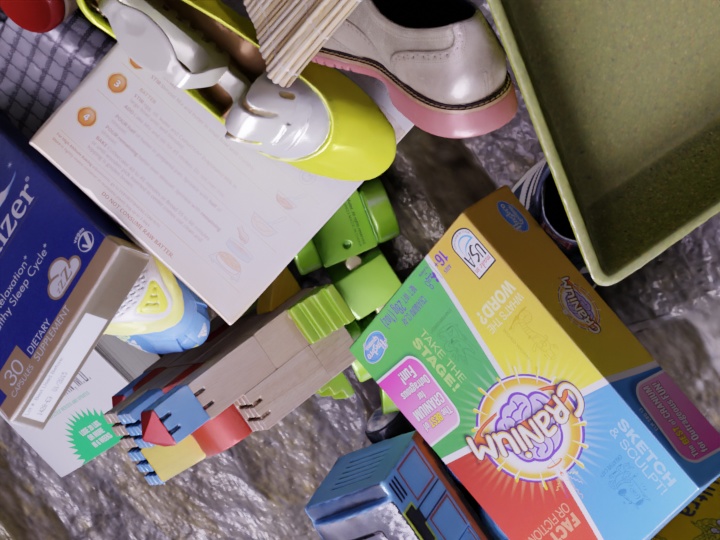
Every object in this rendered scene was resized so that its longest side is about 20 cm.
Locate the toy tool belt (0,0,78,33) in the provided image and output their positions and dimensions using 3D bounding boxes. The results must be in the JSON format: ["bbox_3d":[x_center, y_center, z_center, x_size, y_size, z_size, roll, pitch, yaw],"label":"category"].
[{"bbox_3d":[-0.131,-0.225,1.662,0.125,0.123,0.200,39,142,3],"label":"toy tool belt"}]

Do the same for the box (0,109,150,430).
[{"bbox_3d":[-0.212,-0.013,1.707,0.200,0.032,0.121,43,105,40],"label":"box"}]

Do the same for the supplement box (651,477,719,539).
[{"bbox_3d":[0.185,0.219,1.807,0.109,0.109,0.200,21,131,15],"label":"supplement box"}]

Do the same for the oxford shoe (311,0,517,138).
[{"bbox_3d":[0.011,-0.142,1.539,0.200,0.070,0.075,33,143,42],"label":"oxford shoe"}]

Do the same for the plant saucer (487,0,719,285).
[{"bbox_3d":[0.153,-0.126,1.533,0.048,0.200,0.200,20,138,56],"label":"plant saucer"}]

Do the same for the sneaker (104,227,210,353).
[{"bbox_3d":[-0.164,0.004,1.757,0.200,0.076,0.105,31,176,45],"label":"sneaker"}]

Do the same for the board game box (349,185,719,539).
[{"bbox_3d":[0.100,0.073,1.666,0.200,0.040,0.153,49,139,10],"label":"board game box"}]

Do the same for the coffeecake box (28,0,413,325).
[{"bbox_3d":[-0.061,-0.096,1.665,0.154,0.073,0.200,42,94,-4],"label":"coffeecake box"}]

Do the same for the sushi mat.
[{"bbox_3d":[-0.018,-0.178,1.496,0.200,0.012,0.096,-45,62,56],"label":"sushi mat"}]

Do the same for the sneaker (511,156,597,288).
[{"bbox_3d":[0.117,-0.029,1.676,0.075,0.085,0.200,34,134,4],"label":"sneaker"}]

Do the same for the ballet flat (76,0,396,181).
[{"bbox_3d":[-0.072,-0.104,1.590,0.200,0.067,0.067,38,118,-4],"label":"ballet flat"}]

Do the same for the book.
[{"bbox_3d":[-0.226,0.037,1.959,0.200,0.048,0.134,46,137,-10],"label":"book"}]

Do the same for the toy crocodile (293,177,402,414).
[{"bbox_3d":[0.000,0.000,1.788,0.067,0.062,0.200,-27,112,-2],"label":"toy crocodile"}]

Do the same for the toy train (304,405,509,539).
[{"bbox_3d":[0.055,0.179,1.848,0.087,0.114,0.200,-20,111,39],"label":"toy train"}]

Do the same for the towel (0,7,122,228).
[{"bbox_3d":[-0.159,-0.080,1.803,0.166,0.086,0.200,34,135,6],"label":"towel"}]

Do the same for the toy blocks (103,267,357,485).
[{"bbox_3d":[-0.090,0.073,1.786,0.100,0.137,0.200,56,160,-8],"label":"toy blocks"}]
